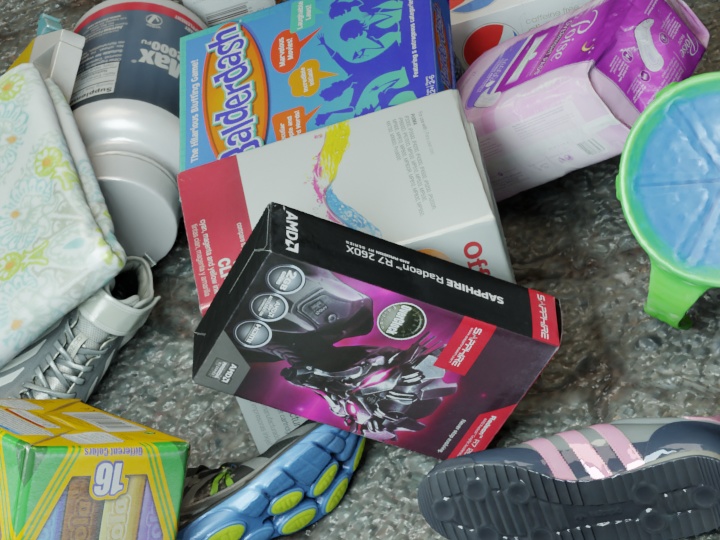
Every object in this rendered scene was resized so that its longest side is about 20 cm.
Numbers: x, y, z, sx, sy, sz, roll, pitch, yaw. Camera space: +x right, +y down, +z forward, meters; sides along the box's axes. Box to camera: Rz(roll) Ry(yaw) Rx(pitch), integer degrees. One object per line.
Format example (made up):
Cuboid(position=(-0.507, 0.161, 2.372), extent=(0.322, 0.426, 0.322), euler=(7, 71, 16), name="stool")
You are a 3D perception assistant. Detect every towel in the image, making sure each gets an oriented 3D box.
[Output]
Cuboid(position=(-0.255, -0.027, 1.716), extent=(0.171, 0.048, 0.201), euler=(-39, 50, 18), name="towel")

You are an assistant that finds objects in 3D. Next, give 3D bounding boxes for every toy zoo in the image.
Cuboid(position=(-0.248, -0.094, 1.827), extent=(0.131, 0.020, 0.201), euler=(-24, 50, 60), name="toy zoo")

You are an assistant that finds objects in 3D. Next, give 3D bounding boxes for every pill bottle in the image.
Cuboid(position=(-0.169, -0.099, 1.842), extent=(0.119, 0.120, 0.201), euler=(-9, 42, 11), name="pill bottle")

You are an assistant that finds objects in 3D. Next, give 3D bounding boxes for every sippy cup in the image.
Cuboid(position=(0.240, -0.057, 1.613), extent=(0.177, 0.130, 0.140), euler=(-29, 84, 11), name="sippy cup")

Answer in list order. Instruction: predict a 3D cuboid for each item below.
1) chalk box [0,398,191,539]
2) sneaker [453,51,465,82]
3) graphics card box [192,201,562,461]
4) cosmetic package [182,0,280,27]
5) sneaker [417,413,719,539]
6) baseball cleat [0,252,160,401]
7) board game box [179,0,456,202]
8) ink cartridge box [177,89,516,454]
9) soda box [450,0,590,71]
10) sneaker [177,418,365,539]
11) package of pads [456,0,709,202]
Cuboid(position=(-0.197, 0.186, 1.494), extent=(0.123, 0.201, 0.124), euler=(4, 8, -42), name="chalk box")
Cuboid(position=(-0.013, -0.114, 1.825), extent=(0.199, 0.085, 0.077), euler=(-25, 41, -6), name="sneaker")
Cuboid(position=(0.009, 0.042, 1.539), extent=(0.199, 0.126, 0.051), euler=(20, 40, -17), name="graphics card box")
Cuboid(position=(-0.110, -0.247, 1.998), extent=(0.071, 0.102, 0.200), euler=(-17, 41, 1), name="cosmetic package")
Cuboid(position=(0.136, 0.126, 1.528), extent=(0.199, 0.071, 0.082), euler=(-3, 26, 14), name="sneaker")
Cuboid(position=(-0.204, 0.059, 1.692), extent=(0.070, 0.106, 0.200), euler=(35, 52, -7), name="baseball cleat")
Cuboid(position=(-0.032, -0.125, 1.759), extent=(0.199, 0.045, 0.153), euler=(-18, 52, 18), name="board game box")
Cuboid(position=(0.000, 0.000, 1.646), extent=(0.199, 0.146, 0.145), euler=(-18, 40, 3), name="ink cartridge box")
Cuboid(position=(0.122, -0.194, 1.878), extent=(0.199, 0.064, 0.068), euler=(-17, 40, 4), name="soda box")
Cuboid(position=(-0.085, 0.141, 1.580), extent=(0.199, 0.071, 0.083), euler=(-33, 48, -11), name="sneaker")
Cuboid(position=(0.135, -0.119, 1.725), extent=(0.200, 0.076, 0.121), euler=(-20, 30, 50), name="package of pads")
